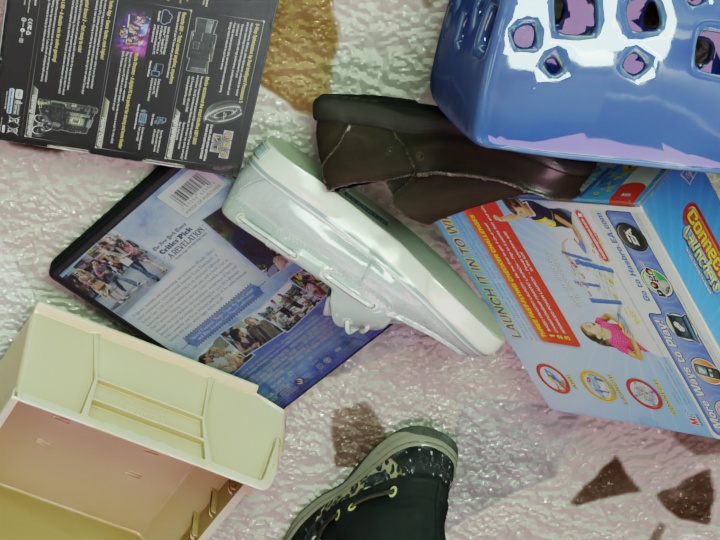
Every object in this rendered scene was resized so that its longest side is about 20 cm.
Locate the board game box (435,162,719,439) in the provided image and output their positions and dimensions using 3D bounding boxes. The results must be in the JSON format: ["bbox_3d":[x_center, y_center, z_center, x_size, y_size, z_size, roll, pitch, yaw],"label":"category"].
[{"bbox_3d":[0.158,0.011,1.407,0.196,0.056,0.200,8,138,50],"label":"board game box"}]

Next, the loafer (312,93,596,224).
[{"bbox_3d":[0.055,-0.062,1.355,0.073,0.200,0.071,-4,103,-47],"label":"loafer"}]

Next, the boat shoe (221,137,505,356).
[{"bbox_3d":[0.000,0.000,1.445,0.201,0.070,0.072,38,103,-5],"label":"boat shoe"}]

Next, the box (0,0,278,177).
[{"bbox_3d":[-0.132,-0.157,1.356,0.160,0.044,0.200,8,129,-8],"label":"box"}]

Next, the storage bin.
[{"bbox_3d":[-0.182,0.145,1.562,0.198,0.094,0.200,23,131,-19],"label":"storage bin"}]

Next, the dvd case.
[{"bbox_3d":[-0.088,0.011,1.514,0.200,0.018,0.143,36,121,-28],"label":"dvd case"}]

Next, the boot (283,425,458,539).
[{"bbox_3d":[0.001,0.223,1.603,0.073,0.154,0.204,26,124,-21],"label":"boot"}]

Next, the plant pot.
[{"bbox_3d":[0.155,-0.159,1.254,0.200,0.200,0.180,6,103,-6],"label":"plant pot"}]
